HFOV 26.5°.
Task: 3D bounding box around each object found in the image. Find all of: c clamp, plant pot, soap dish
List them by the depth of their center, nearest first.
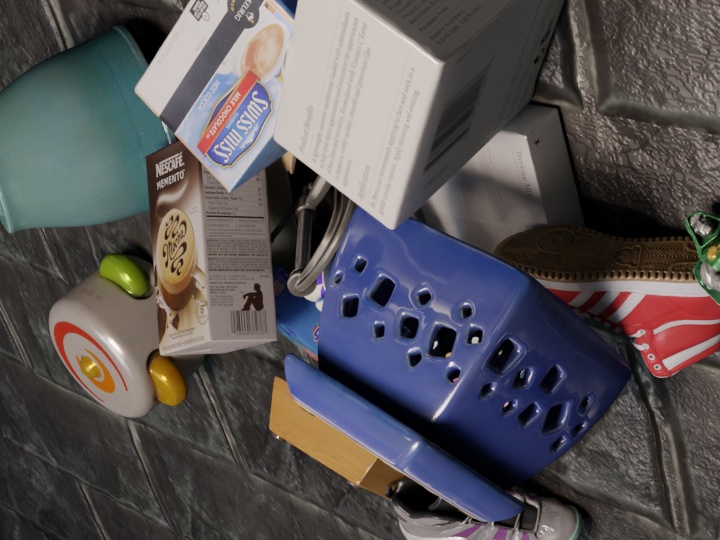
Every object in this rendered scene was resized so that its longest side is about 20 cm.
[{"bbox_3d":[0.070,0.083,1.260,0.199,0.181,0.200,28,173,43],"label":"plant pot"},{"bbox_3d":[-0.041,-0.044,1.456,0.027,0.201,0.171,26,115,-16],"label":"c clamp"},{"bbox_3d":[-0.308,-0.134,1.611,0.201,0.187,0.201,58,160,34],"label":"plant pot"},{"bbox_3d":[0.001,0.186,1.652,0.157,0.082,0.200,27,176,30],"label":"soap dish"}]

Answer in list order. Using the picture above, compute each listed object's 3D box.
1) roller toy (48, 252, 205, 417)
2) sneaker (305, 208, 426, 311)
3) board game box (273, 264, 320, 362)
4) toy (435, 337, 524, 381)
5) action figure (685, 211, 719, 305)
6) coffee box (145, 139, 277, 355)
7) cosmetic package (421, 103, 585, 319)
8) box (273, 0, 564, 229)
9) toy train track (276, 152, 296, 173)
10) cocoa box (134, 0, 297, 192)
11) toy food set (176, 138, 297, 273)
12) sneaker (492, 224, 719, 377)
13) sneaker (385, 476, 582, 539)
[{"bbox_3d":[-0.299,0.089,1.948,0.201,0.140,0.182,53,149,-7],"label":"roller toy"},{"bbox_3d":[0.000,0.000,1.437,0.145,0.081,0.200,-12,151,16],"label":"sneaker"},{"bbox_3d":[-0.038,0.069,1.596,0.200,0.045,0.152,40,173,-14],"label":"board game box"},{"bbox_3d":[0.118,0.123,1.500,0.199,0.047,0.116,-15,109,55],"label":"toy"},{"bbox_3d":[0.318,0.015,1.141,0.200,0.118,0.055,40,176,35],"label":"action figure"},{"bbox_3d":[-0.146,-0.024,1.493,0.113,0.079,0.202,-17,76,55],"label":"coffee box"},{"bbox_3d":[0.122,-0.056,1.345,0.150,0.052,0.201,18,138,43],"label":"cosmetic package"},{"bbox_3d":[0.050,-0.177,1.162,0.130,0.200,0.200,37,148,14],"label":"box"},{"bbox_3d":[-0.101,-0.167,1.497,0.200,0.032,0.116,37,128,33],"label":"toy train track"},{"bbox_3d":[-0.078,-0.192,1.334,0.131,0.133,0.200,47,134,3],"label":"cocoa box"},{"bbox_3d":[-0.115,-0.086,1.619,0.142,0.061,0.201,17,139,24],"label":"toy food set"},{"bbox_3d":[0.210,0.026,1.266,0.198,0.072,0.113,6,134,21],"label":"sneaker"},{"bbox_3d":[0.120,0.244,1.570,0.198,0.078,0.140,-4,147,19],"label":"sneaker"}]
